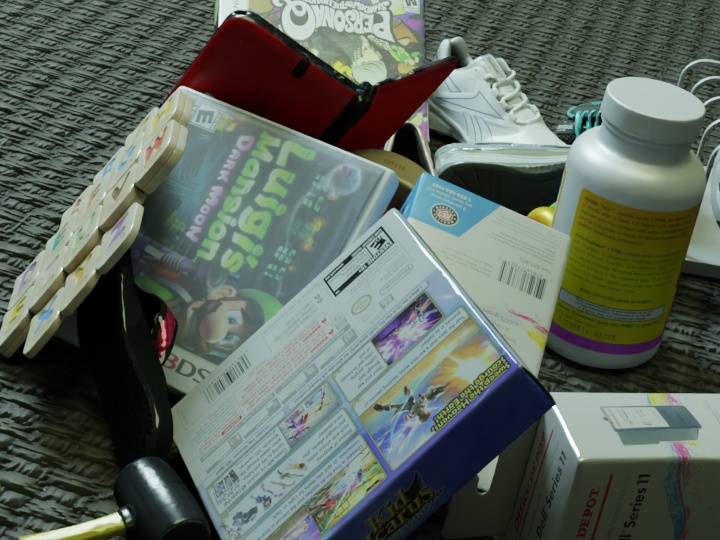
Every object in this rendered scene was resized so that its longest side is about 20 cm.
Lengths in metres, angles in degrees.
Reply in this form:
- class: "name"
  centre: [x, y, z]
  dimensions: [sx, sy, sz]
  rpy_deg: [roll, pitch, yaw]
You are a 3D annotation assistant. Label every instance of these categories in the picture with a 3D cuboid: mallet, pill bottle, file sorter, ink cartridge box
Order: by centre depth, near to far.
- class: "mallet"
  centre: [-0.186, 0.149, 0.905]
  dimensions: [0.198, 0.041, 0.066]
  rpy_deg: [-7, 35, -22]
- class: "ink cartridge box"
  centre: [0.158, 0.137, 0.956]
  dimensions: [0.198, 0.118, 0.067]
  rpy_deg: [1, 32, -16]
- class: "ink cartridge box"
  centre: [0.057, 0.051, 1.054]
  dimensions: [0.114, 0.068, 0.201]
  rpy_deg: [23, 59, -6]
- class: "pill bottle"
  centre: [0.194, -0.036, 1.187]
  dimensions: [0.103, 0.201, 0.105]
  rpy_deg: [8, 29, -5]
- class: "file sorter"
  centre: [0.344, -0.089, 1.412]
  dimensions: [0.137, 0.125, 0.200]
  rpy_deg: [10, 28, -2]

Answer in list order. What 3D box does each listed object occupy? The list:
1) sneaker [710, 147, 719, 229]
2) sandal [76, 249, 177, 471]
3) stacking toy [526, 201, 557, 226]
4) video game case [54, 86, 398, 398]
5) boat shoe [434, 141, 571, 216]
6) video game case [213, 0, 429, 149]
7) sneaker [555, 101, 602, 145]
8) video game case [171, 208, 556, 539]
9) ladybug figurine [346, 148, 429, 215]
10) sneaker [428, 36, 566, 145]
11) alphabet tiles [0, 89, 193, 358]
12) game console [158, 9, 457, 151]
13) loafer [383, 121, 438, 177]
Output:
- class: "sneaker"
  centre: [0.324, -0.034, 1.213]
  dimensions: [0.079, 0.130, 0.201]
  rpy_deg: [5, 69, -7]
- class: "sandal"
  centre: [-0.143, 0.054, 1.036]
  dimensions: [0.045, 0.075, 0.201]
  rpy_deg: [7, 43, -31]
- class: "stacking toy"
  centre: [0.163, -0.022, 1.295]
  dimensions: [0.198, 0.086, 0.085]
  rpy_deg: [-13, 36, -25]
- class: "video game case"
  centre: [-0.096, -0.012, 1.099]
  dimensions: [0.181, 0.023, 0.201]
  rpy_deg: [23, 74, 21]
- class: "boat shoe"
  centre: [0.162, -0.078, 1.387]
  dimensions: [0.200, 0.075, 0.065]
  rpy_deg: [2, 34, -1]
- class: "video game case"
  centre: [-0.037, -0.195, 1.474]
  dimensions: [0.198, 0.036, 0.183]
  rpy_deg: [6, 61, -10]
- class: "sneaker"
  centre: [0.222, -0.121, 1.445]
  dimensions: [0.090, 0.078, 0.200]
  rpy_deg: [1, -4, 5]
- class: "video game case"
  centre: [-0.008, 0.083, 0.942]
  dimensions: [0.045, 0.200, 0.181]
  rpy_deg: [45, 5, -37]
- class: "ladybug figurine"
  centre: [0.000, 0.000, 1.155]
  dimensions: [0.135, 0.072, 0.201]
  rpy_deg: [23, 49, -3]
- class: "sneaker"
  centre: [0.121, -0.146, 1.475]
  dimensions: [0.074, 0.088, 0.200]
  rpy_deg: [-13, 38, -40]
- class: "alphabet tiles"
  centre: [-0.179, -0.032, 1.076]
  dimensions: [0.015, 0.200, 0.196]
  rpy_deg: [35, 24, -19]
- class: "game console"
  centre: [-0.055, -0.121, 1.227]
  dimensions: [0.172, 0.200, 0.119]
  rpy_deg: [34, 46, -12]
- class: "loafer"
  centre: [0.037, -0.056, 1.312]
  dimensions: [0.071, 0.063, 0.201]
  rpy_deg: [5, 29, -8]
